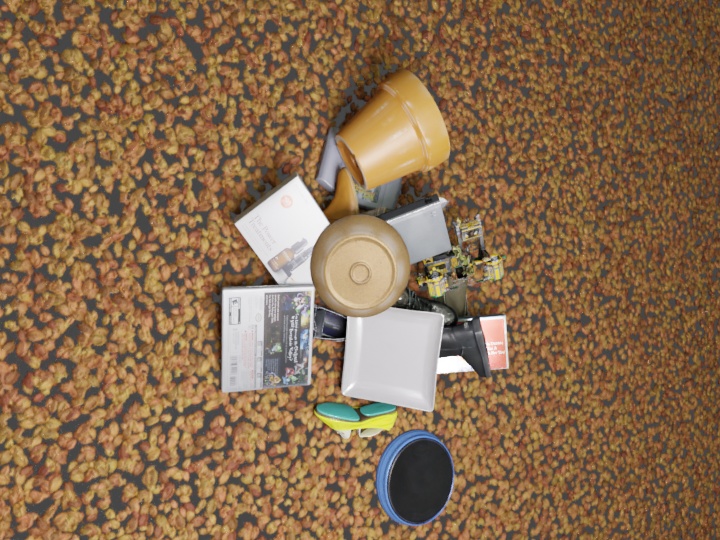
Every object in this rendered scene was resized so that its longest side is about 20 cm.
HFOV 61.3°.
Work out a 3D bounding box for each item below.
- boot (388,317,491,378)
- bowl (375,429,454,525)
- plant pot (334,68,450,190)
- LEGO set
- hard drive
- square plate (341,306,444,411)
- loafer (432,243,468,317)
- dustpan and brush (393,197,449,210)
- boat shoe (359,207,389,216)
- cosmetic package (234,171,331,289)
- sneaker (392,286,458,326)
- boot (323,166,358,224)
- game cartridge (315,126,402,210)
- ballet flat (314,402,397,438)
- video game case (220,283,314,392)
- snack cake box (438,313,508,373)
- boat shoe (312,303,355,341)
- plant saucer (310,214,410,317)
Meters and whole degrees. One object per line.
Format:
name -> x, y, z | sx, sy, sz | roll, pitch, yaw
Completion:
boot -> 0.168, 0.175, 1.275 | 0.193, 0.067, 0.168 | -12, 128, 13
bowl -> 0.126, 0.462, 1.347 | 0.194, 0.039, 0.209 | 1, 88, -28
plant pot -> 0.053, -0.265, 1.223 | 0.180, 0.200, 0.204 | -32, 103, -7
LEGO set -> 0.202, -0.041, 1.279 | 0.193, 0.155, 0.119 | -12, 114, 7
hard drive -> 0.075, -0.062, 1.200 | 0.194, 0.034, 0.141 | -20, 138, 5
square plate -> 0.063, 0.169, 1.223 | 0.193, 0.028, 0.206 | 8, 102, 11
loafer -> 0.209, 0.031, 1.388 | 0.073, 0.069, 0.207 | -16, 96, -27
dustpan and brush -> 0.083, -0.118, 1.309 | 0.195, 0.140, 0.059 | -26, 85, -8
boat shoe -> 0.044, -0.059, 1.283 | 0.203, 0.069, 0.072 | 66, 27, -51
cosmetic package -> -0.126, -0.059, 1.167 | 0.149, 0.052, 0.202 | -35, 112, 0
sneaker -> 0.112, 0.081, 1.269 | 0.193, 0.114, 0.079 | 19, 81, 4
boot -> -0.075, -0.097, 1.227 | 0.139, 0.071, 0.209 | -9, 100, -15
game cartridge -> 0.003, -0.207, 1.307 | 0.195, 0.041, 0.138 | 19, 84, -26
ballet flat -> -0.010, 0.317, 1.271 | 0.194, 0.067, 0.069 | 4, 107, -29
video game case -> -0.178, 0.129, 1.165 | 0.176, 0.023, 0.207 | -1, 105, -19
snack cake box -> 0.225, 0.162, 1.348 | 0.192, 0.067, 0.120 | -4, 89, 1
boat shoe -> -0.095, 0.102, 1.230 | 0.195, 0.062, 0.077 | 16, 83, -25
plant saucer -> 0.000, 0.000, 1.149 | 0.192, 0.036, 0.207 | 0, 108, -1
